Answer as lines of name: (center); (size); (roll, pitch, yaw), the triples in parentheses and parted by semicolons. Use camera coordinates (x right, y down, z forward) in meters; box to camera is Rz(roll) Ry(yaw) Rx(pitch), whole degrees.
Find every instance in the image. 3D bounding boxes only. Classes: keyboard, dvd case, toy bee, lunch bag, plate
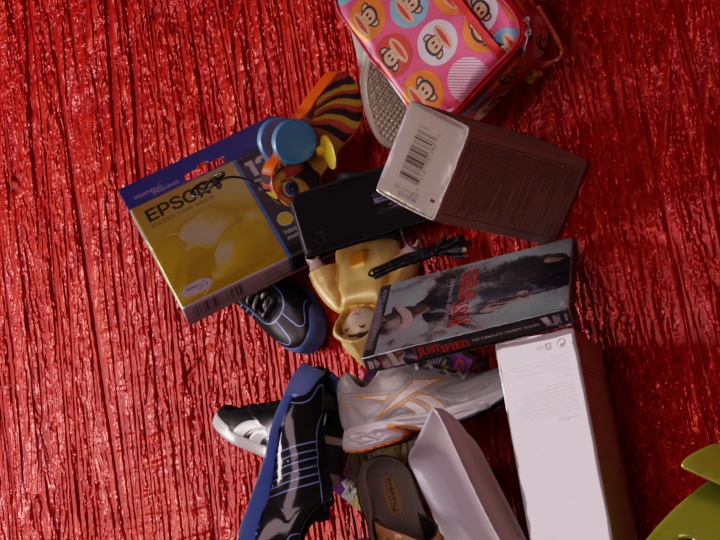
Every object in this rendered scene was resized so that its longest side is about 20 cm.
keyboard: (0.038, -0.050, 1.754); (0.199, 0.021, 0.128); (-17, 62, 1)
dvd case: (0.105, 0.032, 1.647); (0.199, 0.146, 0.022); (-15, 114, 16)
toy bee: (-0.066, -0.110, 1.828); (0.200, 0.109, 0.131); (-35, 19, 8)
lunch bag: (0.086, -0.253, 1.690); (0.176, 0.082, 0.200); (-45, 69, 25)
plate: (0.109, 0.235, 1.631); (0.032, 0.200, 0.201); (-23, 74, -13)

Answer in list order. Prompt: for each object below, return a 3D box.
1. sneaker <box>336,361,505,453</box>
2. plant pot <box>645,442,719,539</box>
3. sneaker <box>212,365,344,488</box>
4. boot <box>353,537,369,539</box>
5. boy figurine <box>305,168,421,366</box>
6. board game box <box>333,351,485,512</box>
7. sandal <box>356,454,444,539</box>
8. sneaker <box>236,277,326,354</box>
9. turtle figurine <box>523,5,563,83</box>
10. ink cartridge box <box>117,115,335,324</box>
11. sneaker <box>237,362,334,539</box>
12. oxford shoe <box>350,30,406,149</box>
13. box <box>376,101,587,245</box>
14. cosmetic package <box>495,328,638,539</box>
sneaker: (0.061, 0.112, 1.700); (0.199, 0.076, 0.092); (-19, 82, 20)
plant pot: (0.343, 0.254, 1.416); (0.200, 0.199, 0.182); (21, 90, 40)
sneaker: (-0.072, 0.147, 1.844); (0.200, 0.073, 0.112); (21, 92, 49)
boot: (-0.009, 0.330, 1.682); (0.188, 0.199, 0.069); (38, 118, 35)
boy figurine: (0.000, 0.000, 1.786); (0.124, 0.064, 0.201); (-2, 66, 19)
board game box: (0.041, 0.155, 1.781); (0.120, 0.032, 0.201); (33, 105, 42)
sandal: (0.051, 0.257, 1.684); (0.055, 0.081, 0.201); (-58, 38, 45)
sneaker: (-0.118, 0.018, 1.900); (0.200, 0.078, 0.070); (46, 112, 35)
turtle figurine: (0.112, -0.230, 1.757); (0.200, 0.064, 0.162); (46, 117, 25)
ink cartridge box: (-0.139, -0.066, 1.883); (0.197, 0.047, 0.200); (-27, 62, -9)
sneaker: (-0.056, 0.195, 1.721); (0.078, 0.070, 0.201); (16, 83, 8)
oxford shoe: (0.026, -0.223, 1.835); (0.058, 0.075, 0.201); (146, 114, -72)
box: (0.117, -0.088, 1.643); (0.078, 0.200, 0.095); (29, 101, 38)
cosmetic package: (0.189, 0.164, 1.595); (0.081, 0.113, 0.201); (-13, 72, 19)
